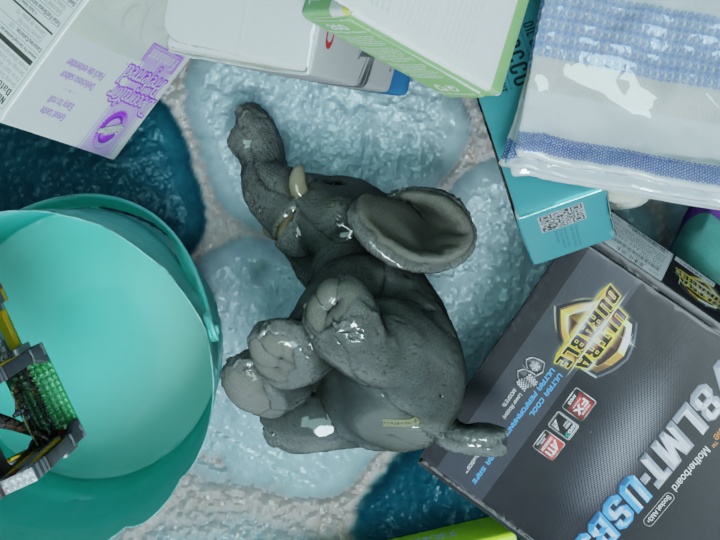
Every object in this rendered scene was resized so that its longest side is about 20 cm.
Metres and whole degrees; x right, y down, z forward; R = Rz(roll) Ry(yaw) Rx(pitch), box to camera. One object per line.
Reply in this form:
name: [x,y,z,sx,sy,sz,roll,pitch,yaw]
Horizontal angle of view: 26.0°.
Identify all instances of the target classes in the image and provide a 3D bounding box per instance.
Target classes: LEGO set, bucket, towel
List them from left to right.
LEGO set: [-0.237,0.057,0.803,0.152,0.116,0.202,-16,95,6]
bucket: [-0.176,0.054,0.927,0.205,0.135,0.210,0,97,2]
towel: [0.157,-0.130,0.753,0.145,0.024,0.202,12,86,14]

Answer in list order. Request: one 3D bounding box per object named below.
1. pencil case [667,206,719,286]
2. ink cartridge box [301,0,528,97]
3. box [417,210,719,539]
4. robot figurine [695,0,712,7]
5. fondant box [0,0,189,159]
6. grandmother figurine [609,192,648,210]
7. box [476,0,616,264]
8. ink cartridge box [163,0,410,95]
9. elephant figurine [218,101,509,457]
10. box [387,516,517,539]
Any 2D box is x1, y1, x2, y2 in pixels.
pencil case: [0.251,-0.053,0.915,0.092,0.085,0.201,25,98,-16]
ink cartridge box: [0.007,-0.185,0.729,0.199,0.048,0.147,23,81,-36]
box: [0.162,0.095,0.907,0.198,0.050,0.201,36,124,6]
robot figurine: [0.236,-0.132,0.808,0.198,0.125,0.151,0,53,14]
fondant box: [-0.130,-0.167,0.890,0.058,0.144,0.200,41,98,15]
grandmother figurine: [0.150,-0.136,0.895,0.060,0.121,0.202,3,91,47]
box: [0.081,-0.112,0.837,0.049,0.082,0.202,-18,70,7]
ink cartridge box: [-0.022,-0.178,0.854,0.085,0.200,0.148,13,97,14]
elephant figurine: [0.000,0.000,0.912,0.140,0.201,0.156,-16,131,25]
box: [0.012,0.235,0.981,0.198,0.048,0.123,-13,95,4]
